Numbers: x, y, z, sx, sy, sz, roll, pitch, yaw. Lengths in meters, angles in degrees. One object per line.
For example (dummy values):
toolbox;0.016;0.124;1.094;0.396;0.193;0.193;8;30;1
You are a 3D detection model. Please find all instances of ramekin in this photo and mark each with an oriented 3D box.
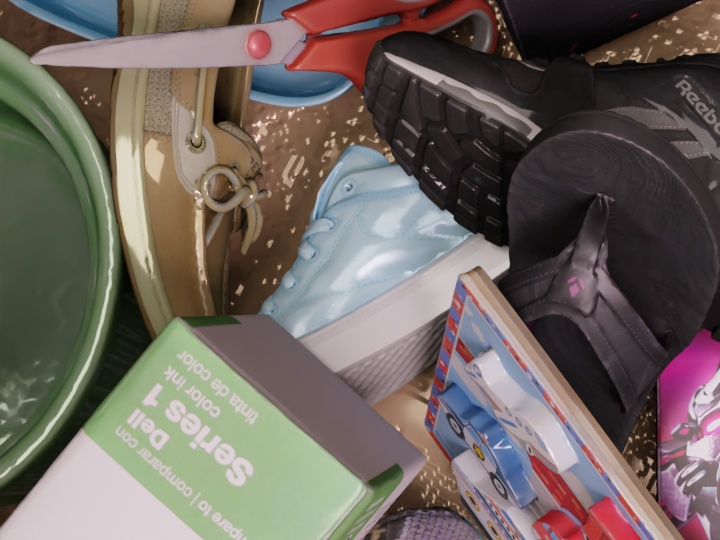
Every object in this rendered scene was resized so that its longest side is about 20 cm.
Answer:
ramekin;-0.176;0.006;0.816;0.199;0.098;0.201;-2;81;11

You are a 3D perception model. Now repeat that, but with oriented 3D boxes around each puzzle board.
puzzle board;0.083;0.108;0.707;0.017;0.151;0.200;-30;71;-16

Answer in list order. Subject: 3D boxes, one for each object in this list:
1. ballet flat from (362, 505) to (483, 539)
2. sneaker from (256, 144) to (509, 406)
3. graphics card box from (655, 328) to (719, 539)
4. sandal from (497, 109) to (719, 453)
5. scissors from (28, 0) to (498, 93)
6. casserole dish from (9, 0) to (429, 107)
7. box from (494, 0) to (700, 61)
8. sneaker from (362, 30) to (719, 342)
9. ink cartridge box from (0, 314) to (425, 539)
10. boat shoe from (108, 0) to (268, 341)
ballet flat;-0.043;0.133;0.795;0.200;0.072;0.072;-16;79;8
sneaker;0.000;0.000;0.801;0.200;0.074;0.082;-31;71;-5
graphics card box;0.171;0.056;0.765;0.125;0.051;0.201;0;80;12
sandal;0.076;0.026;0.716;0.075;0.201;0.048;19;52;10
scissors;-0.027;-0.077;0.761;0.014;0.200;0.073;15;124;49
casserole dish;-0.061;-0.137;0.847;0.200;0.039;0.121;21;86;14
box;0.086;-0.160;0.738;0.122;0.200;0.106;-23;78;7
sneaker;0.100;-0.043;0.741;0.200;0.076;0.088;28;64;8
ink cartridge box;-0.078;0.115;0.686;0.084;0.145;0.200;41;95;7
boat shoe;-0.056;-0.066;0.782;0.063;0.073;0.201;-3;71;6
